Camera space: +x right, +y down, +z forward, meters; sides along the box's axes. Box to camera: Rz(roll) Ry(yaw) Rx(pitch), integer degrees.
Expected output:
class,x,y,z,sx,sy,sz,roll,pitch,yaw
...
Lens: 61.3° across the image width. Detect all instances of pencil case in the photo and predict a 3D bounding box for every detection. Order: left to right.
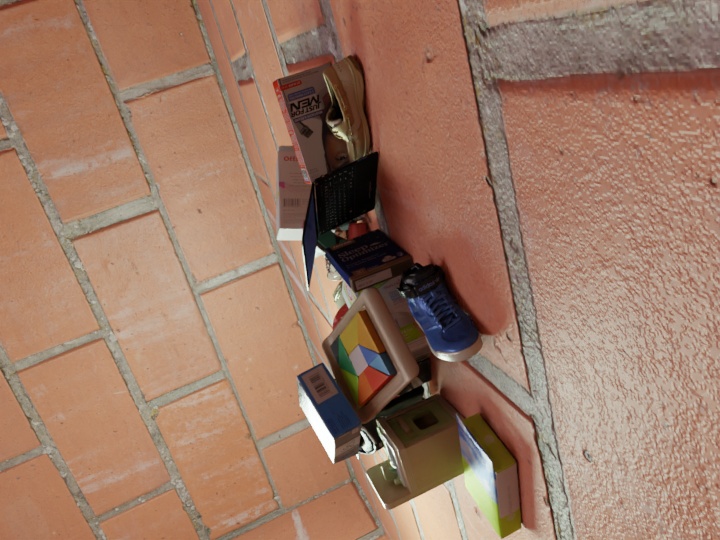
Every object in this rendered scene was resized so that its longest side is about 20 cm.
class,x,y,z,sx,sy,sz,roll,pitch,yaw
pencil case,-0.070,-0.068,1.534,0.089,0.077,0.202,19,131,50

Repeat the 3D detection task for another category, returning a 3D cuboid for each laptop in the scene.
class,x,y,z,sx,sy,sz,roll,pitch,yaw
laptop,-0.034,-0.086,1.084,0.104,0.198,0.178,57,164,23

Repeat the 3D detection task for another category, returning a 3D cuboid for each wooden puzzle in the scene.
class,x,y,z,sx,sy,sz,roll,pitch,yaw
wooden puzzle,0.006,0.159,1.108,0.200,0.037,0.186,-50,57,40

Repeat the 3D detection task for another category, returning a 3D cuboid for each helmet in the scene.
class,x,y,z,sx,sy,sz,roll,pitch,yaw
helmet,0.022,0.353,1.572,0.198,0.191,0.202,23,140,21

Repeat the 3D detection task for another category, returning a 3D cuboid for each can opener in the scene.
class,x,y,z,sx,sy,sz,roll,pitch,yaw
can opener,-0.028,-0.132,1.357,0.200,0.053,0.068,179,102,-78

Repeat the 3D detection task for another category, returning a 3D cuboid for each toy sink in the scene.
class,x,y,z,sx,sy,sz,roll,pitch,yaw
toy sink,0.103,0.342,1.175,0.130,0.198,0.113,-144,34,-69

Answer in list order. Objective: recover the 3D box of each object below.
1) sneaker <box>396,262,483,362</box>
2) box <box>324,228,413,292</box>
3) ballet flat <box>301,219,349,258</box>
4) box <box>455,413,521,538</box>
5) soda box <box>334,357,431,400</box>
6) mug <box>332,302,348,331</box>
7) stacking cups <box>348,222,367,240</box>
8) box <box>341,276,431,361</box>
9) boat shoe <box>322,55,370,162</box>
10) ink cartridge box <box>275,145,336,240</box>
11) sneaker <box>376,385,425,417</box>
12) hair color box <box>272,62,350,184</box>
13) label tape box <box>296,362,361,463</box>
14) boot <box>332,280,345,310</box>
class,x,y,z,sx,sy,sz,roll,pitch,yaw
sneaker,0.114,0.054,0.933,0.112,0.076,0.200,64,177,-24
box,0.007,-0.028,1.165,0.200,0.120,0.033,-134,26,-61
ballet flat,-0.066,-0.050,1.327,0.071,0.199,0.070,-29,54,36
box,0.217,0.341,1.029,0.122,0.047,0.202,-129,22,-54
soda box,0.044,0.222,1.226,0.063,0.198,0.071,51,159,46
mug,0.029,0.146,1.348,0.200,0.132,0.179,46,156,54
stacking cups,0.000,0.000,1.292,0.060,0.060,0.203,154,110,-78
box,0.050,0.086,1.185,0.102,0.111,0.202,100,148,-63
boat shoe,-0.028,-0.268,1.049,0.074,0.066,0.202,-123,17,-44
ink cartridge box,-0.128,-0.179,1.387,0.125,0.127,0.203,141,129,-76
sneaker,0.071,0.299,1.298,0.060,0.197,0.105,54,145,44
hair color box,-0.083,-0.281,1.169,0.064,0.110,0.202,-147,38,-70
label tape box,-0.062,0.293,1.187,0.145,0.063,0.201,53,158,29
boot,-0.024,0.137,1.696,0.201,0.071,0.156,94,152,-52
